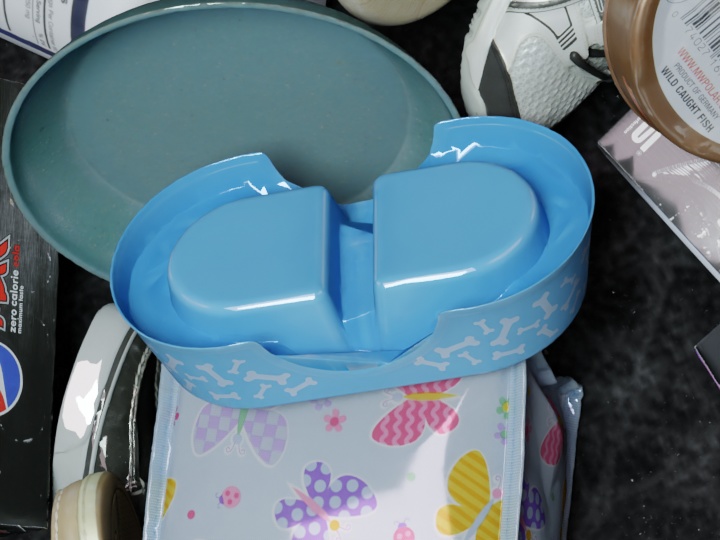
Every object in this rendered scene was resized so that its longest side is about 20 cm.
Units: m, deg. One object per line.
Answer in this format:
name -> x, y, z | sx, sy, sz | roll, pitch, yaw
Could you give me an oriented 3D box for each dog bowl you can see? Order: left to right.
dog bowl -> 0.000, 0.000, 0.972 | 0.199, 0.050, 0.112 | -9, 44, 9

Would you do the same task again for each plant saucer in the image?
plant saucer -> -0.053, -0.057, 1.027 | 0.199, 0.200, 0.036 | -14, 51, 16

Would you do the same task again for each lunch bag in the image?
lunch bag -> -0.002, 0.129, 1.001 | 0.169, 0.127, 0.201 | 3, 77, 19

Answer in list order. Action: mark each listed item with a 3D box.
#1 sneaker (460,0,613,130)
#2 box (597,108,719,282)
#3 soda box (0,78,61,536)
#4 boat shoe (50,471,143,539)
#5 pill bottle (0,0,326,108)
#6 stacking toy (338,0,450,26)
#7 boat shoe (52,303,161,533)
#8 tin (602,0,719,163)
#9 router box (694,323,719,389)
sneaker -> 0.122, -0.121, 0.981 | 0.200, 0.075, 0.088 | -52, 59, 16
box -> 0.223, -0.063, 0.994 | 0.200, 0.048, 0.159 | -44, 74, 10
soda box -> -0.178, 0.016, 1.061 | 0.063, 0.070, 0.201 | -15, 70, 49
boat shoe -> -0.126, 0.181, 1.021 | 0.065, 0.072, 0.201 | 3, 111, 8
pill bottle -> -0.119, -0.146, 1.081 | 0.199, 0.111, 0.112 | 25, 93, 18
stacking toy -> -0.030, -0.190, 1.026 | 0.085, 0.085, 0.200 | -50, 55, 8
boat shoe -> -0.101, 0.116, 1.076 | 0.063, 0.071, 0.201 | 8, 99, 14
tin -> 0.187, -0.123, 0.932 | 0.200, 0.042, 0.112 | -40, 116, 5
router box -> 0.250, 0.017, 0.929 | 0.200, 0.149, 0.051 | -43, 34, 11
